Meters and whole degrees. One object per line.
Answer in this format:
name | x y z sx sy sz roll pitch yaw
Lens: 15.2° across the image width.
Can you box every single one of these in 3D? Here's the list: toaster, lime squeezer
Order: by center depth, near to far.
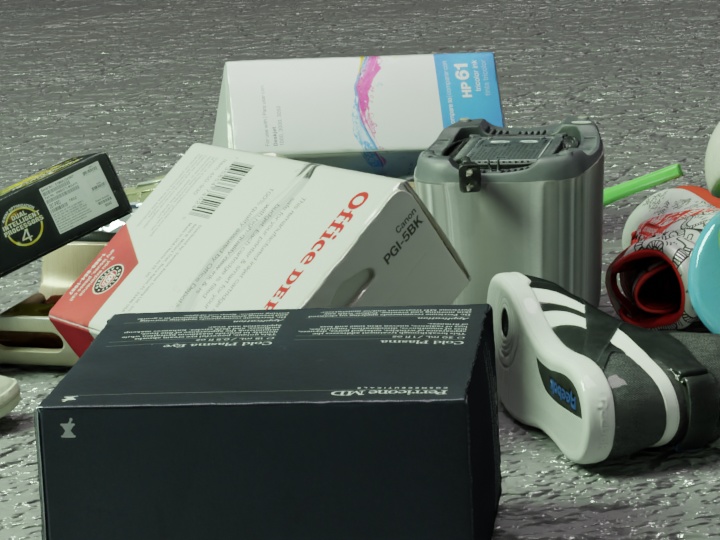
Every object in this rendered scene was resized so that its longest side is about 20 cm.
toaster | 0.094 -0.019 1.671 0.113 0.130 0.200 -1 12 10
lime squeezer | 0.149 -0.036 1.867 0.070 0.038 0.200 4 -14 -21

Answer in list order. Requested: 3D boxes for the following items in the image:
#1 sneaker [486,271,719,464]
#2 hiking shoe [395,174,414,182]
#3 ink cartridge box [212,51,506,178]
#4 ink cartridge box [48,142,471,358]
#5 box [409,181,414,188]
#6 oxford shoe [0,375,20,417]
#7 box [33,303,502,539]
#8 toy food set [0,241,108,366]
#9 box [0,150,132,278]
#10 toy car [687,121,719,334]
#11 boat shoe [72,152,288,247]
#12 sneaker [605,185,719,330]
sneaker | 0.144 0.054 1.491 0.111 0.074 0.200 -3 20 -14
hiking shoe | 0.018 -0.033 1.881 0.198 0.075 0.087 3 6 6
ink cartridge box | -0.006 -0.087 1.943 0.198 0.085 0.145 -4 -24 -10
ink cartridge box | -0.058 0.015 1.516 0.199 0.083 0.147 14 57 50
box | 0.000 0.000 1.723 0.094 0.078 0.200 1 13 17
oxford shoe | -0.295 0.067 1.543 0.198 0.058 0.075 -1 10 0
box | -0.038 0.088 1.280 0.198 0.105 0.182 -1 12 7
toy food set | -0.177 0.014 1.739 0.142 0.061 0.200 1 13 17
box | -0.249 -0.012 1.703 0.199 0.049 0.161 -27 5 -11
toy car | 0.276 -0.009 1.586 0.199 0.176 0.150 -12 -19 -36
boat shoe | -0.127 -0.035 1.856 0.199 0.072 0.062 -7 52 28
sneaker | 0.193 -0.008 1.739 0.107 0.068 0.201 -17 12 -23
